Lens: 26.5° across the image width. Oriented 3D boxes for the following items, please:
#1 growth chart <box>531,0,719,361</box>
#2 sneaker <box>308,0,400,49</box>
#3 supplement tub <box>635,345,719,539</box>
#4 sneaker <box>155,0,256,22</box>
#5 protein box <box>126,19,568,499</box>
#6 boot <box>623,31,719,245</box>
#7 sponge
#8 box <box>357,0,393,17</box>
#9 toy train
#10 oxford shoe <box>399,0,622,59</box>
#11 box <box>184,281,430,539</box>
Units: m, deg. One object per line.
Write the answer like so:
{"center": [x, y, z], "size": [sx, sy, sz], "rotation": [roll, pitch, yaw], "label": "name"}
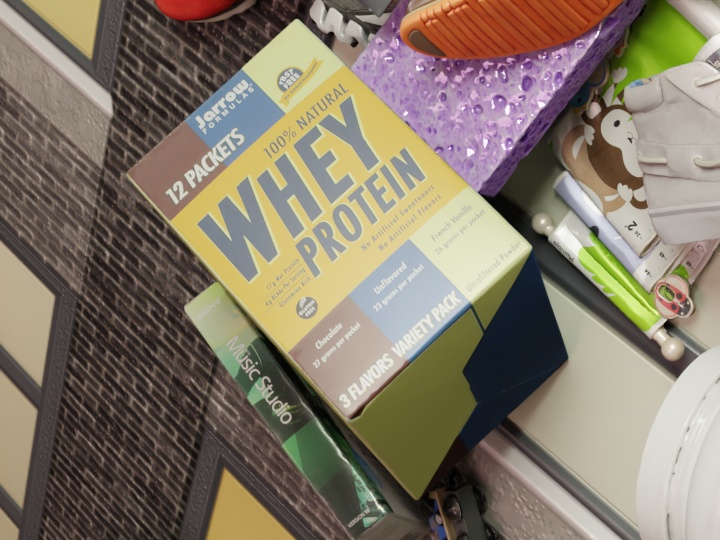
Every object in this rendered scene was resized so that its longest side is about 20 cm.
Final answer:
{"center": [0.164, -0.066, 0.863], "size": [0.145, 0.018, 0.201], "rotation": [42, 131, 29], "label": "growth chart"}
{"center": [0.045, -0.159, 0.916], "size": [0.200, 0.066, 0.091], "rotation": [34, 131, 36], "label": "sneaker"}
{"center": [0.251, 0.122, 0.748], "size": [0.199, 0.145, 0.146], "rotation": [19, 119, 41], "label": "supplement tub"}
{"center": [-0.091, -0.221, 1.023], "size": [0.199, 0.085, 0.078], "rotation": [-21, 89, 49], "label": "sneaker"}
{"center": [0.000, 0.000, 0.909], "size": [0.200, 0.135, 0.199], "rotation": [46, 175, 24], "label": "protein box"}
{"center": [0.190, -0.070, 0.734], "size": [0.200, 0.073, 0.096], "rotation": [-12, 99, 66], "label": "boot"}
{"center": [0.090, -0.151, 0.841], "size": [0.112, 0.030, 0.200], "rotation": [46, 110, 22], "label": "sponge"}
{"center": [0.067, -0.239, 0.801], "size": [0.038, 0.137, 0.200], "rotation": [36, 138, -5], "label": "box"}
{"center": [0.049, 0.114, 1.048], "size": [0.046, 0.034, 0.201], "rotation": [-12, 96, 52], "label": "toy train"}
{"center": [0.107, -0.171, 0.785], "size": [0.199, 0.071, 0.073], "rotation": [-22, 62, 21], "label": "oxford shoe"}
{"center": [-0.034, 0.105, 1.066], "size": [0.036, 0.144, 0.200], "rotation": [-40, 71, 2], "label": "box"}
